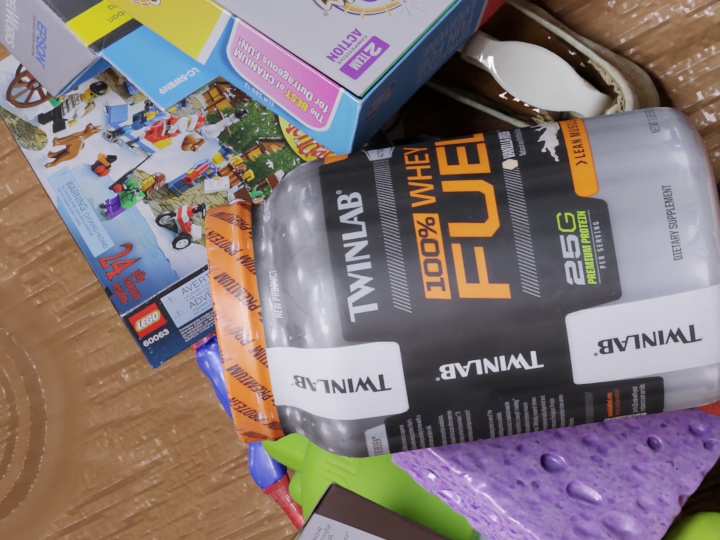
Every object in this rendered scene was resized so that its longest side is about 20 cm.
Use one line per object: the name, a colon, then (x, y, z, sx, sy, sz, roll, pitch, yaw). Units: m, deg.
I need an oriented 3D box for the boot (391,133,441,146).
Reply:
boot: (0.000, 0.000, 1.260, 0.200, 0.132, 0.070, -4, 67, 36)

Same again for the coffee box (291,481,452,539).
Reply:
coffee box: (0.059, 0.183, 1.145, 0.200, 0.080, 0.114, 25, 156, 21)

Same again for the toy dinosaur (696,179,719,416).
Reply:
toy dinosaur: (0.168, -0.036, 1.133, 0.105, 0.200, 0.182, 5, 69, 14)

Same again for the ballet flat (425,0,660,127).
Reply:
ballet flat: (0.045, -0.109, 1.217, 0.200, 0.062, 0.068, 26, 96, 15)

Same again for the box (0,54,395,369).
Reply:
box: (-0.076, -0.060, 1.210, 0.136, 0.200, 0.038, -32, 133, -4)

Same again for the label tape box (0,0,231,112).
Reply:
label tape box: (-0.101, -0.147, 1.202, 0.200, 0.144, 0.063, 45, 150, 20)

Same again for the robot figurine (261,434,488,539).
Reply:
robot figurine: (0.054, 0.101, 1.246, 0.200, 0.116, 0.176, 21, 152, 34)

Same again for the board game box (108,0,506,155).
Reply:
board game box: (-0.038, -0.154, 1.153, 0.200, 0.153, 0.040, 35, 147, 15)

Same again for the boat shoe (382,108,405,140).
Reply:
boat shoe: (-0.070, -0.065, 1.296, 0.200, 0.074, 0.065, 10, 133, 31)

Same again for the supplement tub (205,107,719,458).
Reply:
supplement tub: (0.043, 0.007, 1.084, 0.199, 0.123, 0.123, -9, 109, 1)

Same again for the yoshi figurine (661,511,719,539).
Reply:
yoshi figurine: (0.187, 0.170, 1.185, 0.112, 0.112, 0.200, 0, 122, 53)

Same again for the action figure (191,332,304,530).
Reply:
action figure: (-0.047, 0.034, 1.332, 0.200, 0.065, 0.099, 51, 134, -2)

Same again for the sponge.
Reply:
sponge: (0.113, 0.045, 1.177, 0.111, 0.200, 0.030, 38, 148, 6)
